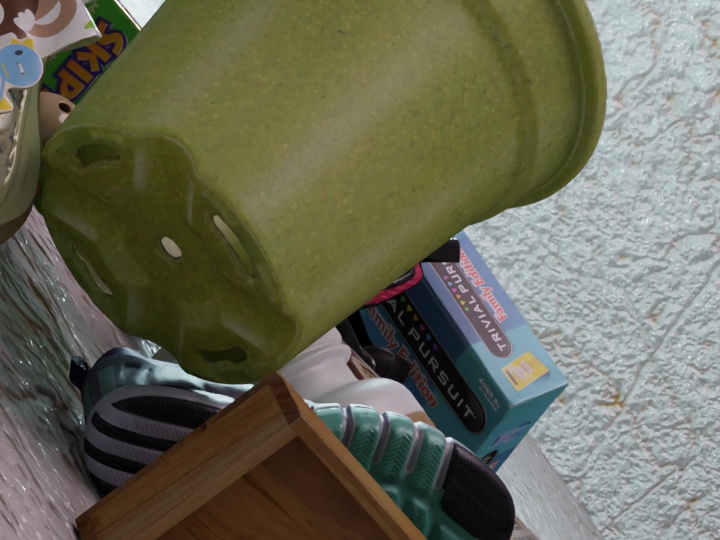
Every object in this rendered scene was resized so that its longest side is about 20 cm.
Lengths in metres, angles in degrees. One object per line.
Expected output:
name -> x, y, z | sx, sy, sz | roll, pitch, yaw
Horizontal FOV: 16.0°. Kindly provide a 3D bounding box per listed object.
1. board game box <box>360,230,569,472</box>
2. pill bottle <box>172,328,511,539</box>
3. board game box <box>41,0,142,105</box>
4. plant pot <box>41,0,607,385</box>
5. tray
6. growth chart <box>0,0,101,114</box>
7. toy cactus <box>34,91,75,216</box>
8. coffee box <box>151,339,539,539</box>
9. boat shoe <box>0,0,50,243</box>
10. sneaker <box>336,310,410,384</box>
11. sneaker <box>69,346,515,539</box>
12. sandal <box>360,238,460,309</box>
board game box -> 0.022, 0.065, 1.487 | 0.151, 0.047, 0.200 | 56, -38, 20
pill bottle -> -0.006, 0.114, 1.185 | 0.200, 0.114, 0.114 | 56, 5, 12
board game box -> -0.179, -0.132, 1.282 | 0.200, 0.095, 0.030 | 51, 6, -37
plant pot -> -0.029, -0.058, 1.069 | 0.200, 0.184, 0.201 | 28, -37, 24
tray -> -0.017, 0.135, 1.027 | 0.200, 0.099, 0.037 | 51, 5, -37
growth chart -> -0.173, -0.125, 1.032 | 0.145, 0.200, 0.018 | 46, -40, 11
toy cactus -> -0.137, -0.069, 1.211 | 0.199, 0.103, 0.165 | 7, 3, -32
coffee box -> -0.008, 0.096, 1.304 | 0.200, 0.080, 0.113 | 45, 4, 10
boat shoe -> -0.167, -0.101, 1.064 | 0.063, 0.073, 0.201 | 57, 20, -51
sneaker -> -0.013, 0.080, 1.405 | 0.200, 0.104, 0.060 | 57, 5, 25
sneaker -> -0.028, 0.073, 1.101 | 0.199, 0.075, 0.088 | 19, 18, -24
sandal -> 0.000, 0.000, 1.313 | 0.200, 0.075, 0.045 | 7, 84, -66
